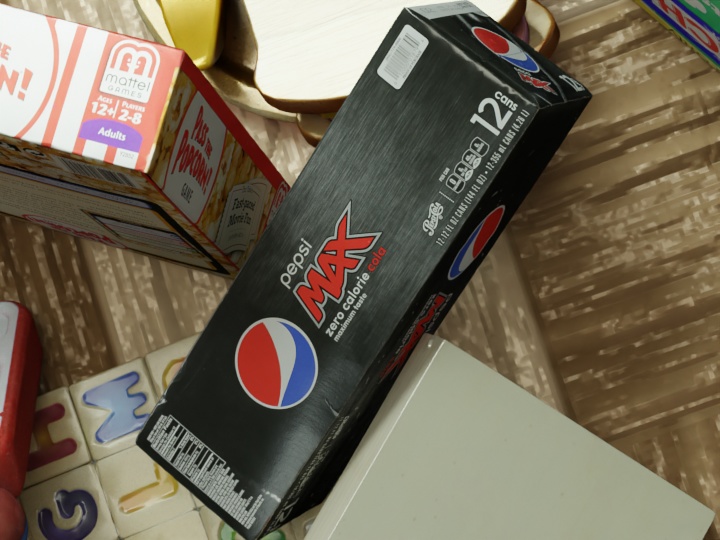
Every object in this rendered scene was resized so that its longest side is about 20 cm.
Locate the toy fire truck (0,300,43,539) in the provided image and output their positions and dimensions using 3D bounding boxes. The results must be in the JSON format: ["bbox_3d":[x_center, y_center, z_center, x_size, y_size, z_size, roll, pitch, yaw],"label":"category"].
[{"bbox_3d":[-0.204,0.080,0.880,0.167,0.200,0.113,-10,119,2],"label":"toy fire truck"}]

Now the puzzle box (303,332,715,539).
[{"bbox_3d":[0.029,0.142,0.877,0.133,0.025,0.201,33,84,-18],"label":"puzzle box"}]

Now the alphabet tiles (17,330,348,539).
[{"bbox_3d":[-0.059,0.110,0.938,0.199,0.006,0.167,-22,77,5],"label":"alphabet tiles"}]

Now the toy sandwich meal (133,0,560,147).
[{"bbox_3d":[-0.011,-0.146,0.946,0.203,0.070,0.207,-2,79,9],"label":"toy sandwich meal"}]

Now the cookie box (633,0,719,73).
[{"bbox_3d":[0.162,-0.111,0.846,0.171,0.200,0.075,41,89,15],"label":"cookie box"}]

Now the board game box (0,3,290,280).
[{"bbox_3d":[-0.118,-0.050,0.879,0.150,0.200,0.047,15,81,11],"label":"board game box"}]

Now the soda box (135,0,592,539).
[{"bbox_3d":[0.000,0.000,0.877,0.063,0.071,0.201,38,110,13],"label":"soda box"}]
